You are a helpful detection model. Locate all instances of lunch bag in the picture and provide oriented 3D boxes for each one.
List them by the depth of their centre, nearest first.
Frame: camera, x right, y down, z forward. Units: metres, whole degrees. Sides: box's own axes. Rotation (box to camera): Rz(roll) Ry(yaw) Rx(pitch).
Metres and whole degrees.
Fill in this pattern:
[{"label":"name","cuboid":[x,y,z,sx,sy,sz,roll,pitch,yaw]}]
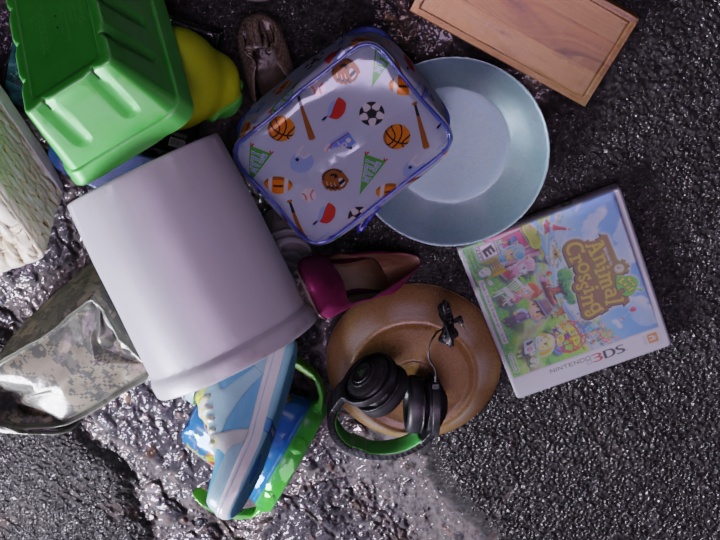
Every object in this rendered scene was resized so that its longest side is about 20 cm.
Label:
[{"label":"lunch bag","cuboid":[-0.017,-0.124,1.069,0.200,0.076,0.160,-36,114,17]},{"label":"lunch bag","cuboid":[-0.304,0.083,1.165,0.200,0.164,0.118,-31,108,15]}]

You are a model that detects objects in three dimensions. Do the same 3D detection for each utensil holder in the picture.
[{"label":"utensil holder","cuboid":[-0.159,-0.006,1.037,0.169,0.170,0.201,-24,97,12]}]

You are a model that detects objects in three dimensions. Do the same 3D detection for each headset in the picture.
[{"label":"headset","cuboid":[0.043,0.124,1.192,0.123,0.094,0.200,23,126,-21]}]

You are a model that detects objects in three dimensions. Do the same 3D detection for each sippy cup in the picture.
[{"label":"sippy cup","cuboid":[-0.124,0.179,1.229,0.130,0.178,0.140,29,154,0]}]

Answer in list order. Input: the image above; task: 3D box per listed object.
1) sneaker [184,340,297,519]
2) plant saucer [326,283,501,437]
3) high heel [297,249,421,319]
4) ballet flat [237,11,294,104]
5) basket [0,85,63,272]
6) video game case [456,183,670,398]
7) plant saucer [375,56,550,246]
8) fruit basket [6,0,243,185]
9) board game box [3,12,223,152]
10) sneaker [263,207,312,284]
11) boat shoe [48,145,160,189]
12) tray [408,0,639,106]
[{"label":"sneaker","cuboid":[-0.152,0.149,1.139,0.130,0.201,0.080,16,153,5]},{"label":"plant saucer","cuboid":[0.060,0.112,1.236,0.199,0.035,0.201,1,114,2]},{"label":"high heel","cuboid":[0.000,0.000,1.108,0.096,0.200,0.068,-25,88,11]},{"label":"ballet flat","cuboid":[-0.078,-0.161,1.110,0.067,0.046,0.201,-12,114,8]},{"label":"basket","cuboid":[-0.399,-0.096,1.078,0.135,0.124,0.200,-17,132,8]},{"label":"video game case","cuboid":[0.222,0.026,1.195,0.181,0.022,0.201,-21,112,9]},{"label":"plant saucer","cuboid":[0.092,-0.123,1.126,0.200,0.039,0.202,1,114,2]},{"label":"fruit basket","cuboid":[-0.212,-0.182,1.020,0.155,0.216,0.216,-28,111,14]},{"label":"board game box","cuboid":[-0.249,-0.206,1.105,0.199,0.028,0.136,17,113,-5]},{"label":"sneaker","cuboid":[-0.112,0.008,1.182,0.074,0.082,0.200,15,134,-31]},{"label":"boat shoe","cuboid":[-0.218,-0.097,1.137,0.200,0.069,0.084,33,98,-7]},{"label":"tray","cuboid":[0.157,-0.251,1.067,0.199,0.037,0.099,26,113,-10]}]
